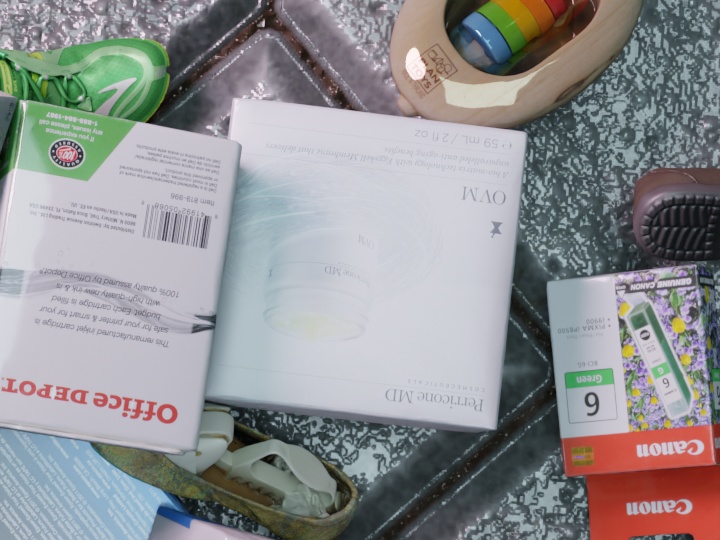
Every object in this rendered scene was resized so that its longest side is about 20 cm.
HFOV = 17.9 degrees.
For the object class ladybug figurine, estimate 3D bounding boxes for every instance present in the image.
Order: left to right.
[{"bbox_3d":[0.105,-0.165,1.574,0.199,0.072,0.136,-34,76,-10],"label":"ladybug figurine"}]

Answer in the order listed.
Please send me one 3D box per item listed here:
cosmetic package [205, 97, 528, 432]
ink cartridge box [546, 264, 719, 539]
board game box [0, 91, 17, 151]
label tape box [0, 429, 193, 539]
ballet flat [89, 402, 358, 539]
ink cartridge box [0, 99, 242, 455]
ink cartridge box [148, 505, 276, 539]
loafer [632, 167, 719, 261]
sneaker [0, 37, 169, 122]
[{"bbox_3d":[0.000,0.000,1.540,0.198,0.123,0.202,6,87,-2],"label":"cosmetic package"},{"bbox_3d":[0.192,0.102,1.559,0.108,0.050,0.202,-6,85,21],"label":"ink cartridge box"},{"bbox_3d":[-0.306,-0.036,1.421,0.134,0.034,0.201,23,98,17],"label":"board game box"},{"bbox_3d":[-0.233,0.174,1.544,0.200,0.063,0.145,-38,89,-4],"label":"label tape box"},{"bbox_3d":[-0.086,0.124,1.524,0.199,0.071,0.071,28,84,-22],"label":"ballet flat"},{"bbox_3d":[-0.165,0.009,1.441,0.145,0.083,0.202,11,81,-16],"label":"ink cartridge box"},{"bbox_3d":[-0.033,0.226,1.482,0.199,0.146,0.085,19,84,-23],"label":"ink cartridge box"},{"bbox_3d":[0.277,-0.046,1.580,0.198,0.071,0.073,7,121,-18],"label":"loafer"},{"bbox_3d":[-0.226,-0.116,1.554,0.198,0.084,0.075,-10,89,-2],"label":"sneaker"}]
